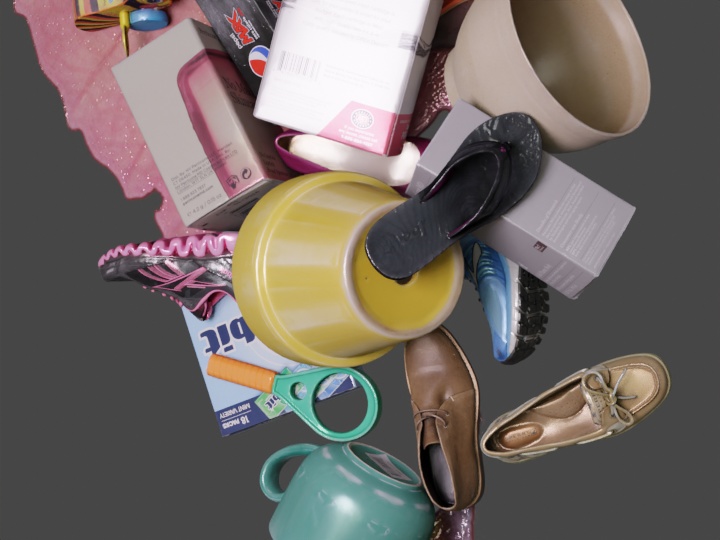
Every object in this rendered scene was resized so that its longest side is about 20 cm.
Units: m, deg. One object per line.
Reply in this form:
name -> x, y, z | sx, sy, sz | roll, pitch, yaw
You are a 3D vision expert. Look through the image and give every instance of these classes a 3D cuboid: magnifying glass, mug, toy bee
magnifying glass -> -0.071, 0.125, 1.376 | 0.200, 0.022, 0.080 | 15, 95, 21
mug -> -0.015, 0.238, 1.323 | 0.185, 0.152, 0.115 | 28, 98, 0
toy bee -> -0.252, -0.320, 1.459 | 0.200, 0.109, 0.131 | -29, 77, 17

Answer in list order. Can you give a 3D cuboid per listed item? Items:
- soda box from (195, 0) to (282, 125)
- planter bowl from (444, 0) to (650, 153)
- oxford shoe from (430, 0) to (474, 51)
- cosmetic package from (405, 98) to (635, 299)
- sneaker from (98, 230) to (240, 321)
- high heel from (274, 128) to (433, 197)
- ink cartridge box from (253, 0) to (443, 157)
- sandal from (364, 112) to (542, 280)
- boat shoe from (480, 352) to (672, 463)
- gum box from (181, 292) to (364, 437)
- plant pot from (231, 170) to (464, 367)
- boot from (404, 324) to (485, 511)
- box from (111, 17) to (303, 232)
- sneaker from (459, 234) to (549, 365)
soda box -> -0.108, -0.261, 1.401 | 0.071, 0.063, 0.200 | -34, 87, 37
planter bowl -> 0.169, -0.196, 1.272 | 0.135, 0.200, 0.201 | -28, 78, 44
oxford shoe -> 0.115, -0.282, 1.348 | 0.200, 0.073, 0.071 | -22, 50, 18
cosmetic package -> 0.149, -0.067, 1.240 | 0.200, 0.107, 0.090 | 29, 77, 4
sneaker -> -0.194, 0.009, 1.404 | 0.200, 0.079, 0.096 | -5, 96, 23
high heel -> 0.011, -0.119, 1.361 | 0.200, 0.096, 0.067 | 14, 93, 20
ink cartridge box -> -0.005, -0.229, 1.295 | 0.146, 0.083, 0.200 | 18, 101, 12
sandal -> 0.091, -0.066, 1.158 | 0.200, 0.048, 0.075 | -43, 87, -10
boat shoe -> 0.215, 0.143, 1.295 | 0.200, 0.063, 0.073 | -30, 78, 16
gum box -> -0.102, 0.060, 1.424 | 0.170, 0.045, 0.200 | -22, 80, 19
plant pot -> 0.000, 0.000, 1.270 | 0.189, 0.200, 0.201 | 2, 88, 63
boot -> 0.083, 0.149, 1.338 | 0.074, 0.075, 0.200 | -15, 82, 21
box -> -0.160, -0.153, 1.408 | 0.109, 0.128, 0.200 | -29, 79, 16
sneaker -> 0.135, 0.000, 1.334 | 0.090, 0.078, 0.200 | -15, 74, 29
